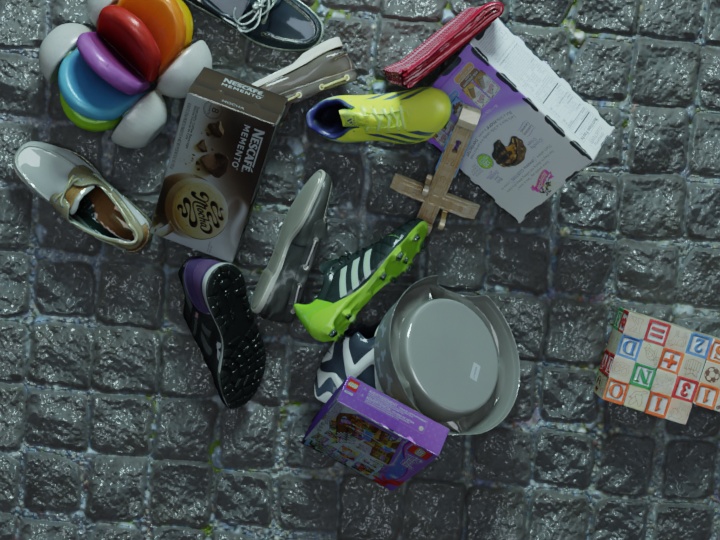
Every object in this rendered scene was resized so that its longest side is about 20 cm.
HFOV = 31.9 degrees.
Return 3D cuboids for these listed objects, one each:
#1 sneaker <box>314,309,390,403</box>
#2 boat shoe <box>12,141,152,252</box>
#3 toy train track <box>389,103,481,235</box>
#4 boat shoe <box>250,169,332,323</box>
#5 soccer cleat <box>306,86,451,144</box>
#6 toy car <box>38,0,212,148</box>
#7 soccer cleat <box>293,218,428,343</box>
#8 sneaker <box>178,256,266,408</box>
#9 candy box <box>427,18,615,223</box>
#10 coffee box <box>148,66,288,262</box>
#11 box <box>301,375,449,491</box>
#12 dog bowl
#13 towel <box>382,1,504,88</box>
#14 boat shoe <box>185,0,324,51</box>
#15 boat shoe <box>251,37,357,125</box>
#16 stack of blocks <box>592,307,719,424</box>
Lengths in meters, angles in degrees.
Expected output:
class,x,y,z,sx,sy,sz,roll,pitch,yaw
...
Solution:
class,x,y,z,sx,sy,sz,roll,pitch,yaw
sneaker,0.049,0.121,1.585,0.197,0.079,0.131,16,103,8
boat shoe,-0.346,-0.095,1.564,0.199,0.068,0.075,32,93,-4
toy train track,0.102,-0.113,1.533,0.114,0.033,0.201,20,132,-2
boat shoe,-0.074,-0.028,1.584,0.057,0.067,0.202,23,100,-22
soccer cleat,0.020,-0.183,1.513,0.199,0.083,0.066,1,94,42
toy car,-0.286,-0.254,1.512,0.175,0.150,0.200,43,93,-5
soccer cleat,0.000,0.000,1.560,0.200,0.068,0.081,-46,65,-5
sneaker,-0.179,0.074,1.591,0.075,0.087,0.202,-26,120,-37
candy box,0.177,-0.178,1.520,0.200,0.168,0.072,42,54,-4
coffee box,-0.172,-0.126,1.522,0.112,0.080,0.201,21,121,-3
box,0.014,0.202,1.537,0.136,0.200,0.039,29,64,-3
dog bowl,0.102,0.110,1.550,0.198,0.059,0.202,13,66,-31
towel,0.094,-0.270,1.494,0.144,0.200,0.023,-38,101,2
boat shoe,-0.138,-0.330,1.553,0.199,0.062,0.075,29,92,-4
boat shoe,-0.099,-0.215,1.561,0.199,0.072,0.060,-31,93,-4
stack of blocks,0.411,0.133,1.606,0.198,0.059,0.116,17,94,-3
